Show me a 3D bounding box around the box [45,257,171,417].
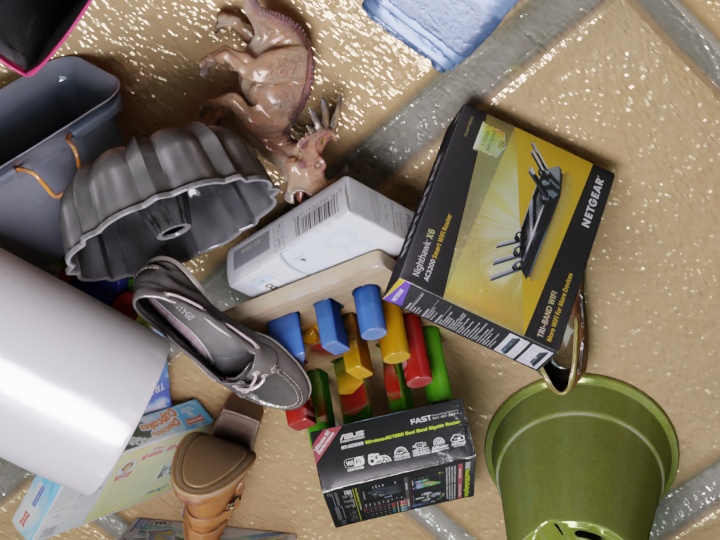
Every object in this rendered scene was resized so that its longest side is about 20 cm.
[{"bbox_3d":[-0.256,0.069,1.769,0.048,0.122,0.200,30,133,43],"label":"box"}]

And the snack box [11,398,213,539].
[{"bbox_3d":[-0.250,0.203,1.808,0.037,0.200,0.116,48,126,22],"label":"snack box"}]

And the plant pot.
[{"bbox_3d":[0.215,0.236,1.750,0.200,0.190,0.200,4,121,7],"label":"plant pot"}]

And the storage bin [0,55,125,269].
[{"bbox_3d":[-0.295,-0.082,1.635,0.146,0.200,0.134,29,148,45],"label":"storage bin"}]

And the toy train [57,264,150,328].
[{"bbox_3d":[-0.243,0.082,1.708,0.085,0.116,0.200,26,110,25],"label":"toy train"}]

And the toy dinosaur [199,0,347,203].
[{"bbox_3d":[-0.073,-0.168,1.615,0.135,0.086,0.200,7,118,5],"label":"toy dinosaur"}]

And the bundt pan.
[{"bbox_3d":[-0.177,-0.066,1.561,0.202,0.202,0.076,-28,76,23],"label":"bundt pan"}]

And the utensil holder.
[{"bbox_3d":[-0.290,0.083,1.549,0.200,0.170,0.170,28,121,-12],"label":"utensil holder"}]

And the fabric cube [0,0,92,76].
[{"bbox_3d":[-0.282,-0.321,1.486,0.200,0.199,0.196,36,119,-12],"label":"fabric cube"}]

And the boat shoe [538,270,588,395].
[{"bbox_3d":[0.185,0.026,1.698,0.072,0.068,0.200,-10,118,17],"label":"boat shoe"}]

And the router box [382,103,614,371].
[{"bbox_3d":[0.127,-0.032,1.598,0.157,0.200,0.052,24,151,-6],"label":"router box"}]

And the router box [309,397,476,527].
[{"bbox_3d":[0.035,0.192,1.744,0.150,0.062,0.200,-12,162,-1],"label":"router box"}]

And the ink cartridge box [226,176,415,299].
[{"bbox_3d":[0.000,0.000,1.668,0.160,0.047,0.200,-31,137,34],"label":"ink cartridge box"}]

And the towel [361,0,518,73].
[{"bbox_3d":[0.099,-0.272,1.543,0.112,0.049,0.200,37,120,-14],"label":"towel"}]

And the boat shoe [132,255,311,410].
[{"bbox_3d":[-0.130,0.071,1.602,0.200,0.057,0.067,42,121,-15],"label":"boat shoe"}]

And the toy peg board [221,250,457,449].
[{"bbox_3d":[-0.015,0.088,1.694,0.200,0.098,0.199,-22,152,20],"label":"toy peg board"}]

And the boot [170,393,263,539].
[{"bbox_3d":[-0.155,0.231,1.798,0.074,0.200,0.155,24,114,8],"label":"boot"}]

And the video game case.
[{"bbox_3d":[-0.172,0.306,1.854,0.182,0.200,0.022,5,100,6],"label":"video game case"}]
